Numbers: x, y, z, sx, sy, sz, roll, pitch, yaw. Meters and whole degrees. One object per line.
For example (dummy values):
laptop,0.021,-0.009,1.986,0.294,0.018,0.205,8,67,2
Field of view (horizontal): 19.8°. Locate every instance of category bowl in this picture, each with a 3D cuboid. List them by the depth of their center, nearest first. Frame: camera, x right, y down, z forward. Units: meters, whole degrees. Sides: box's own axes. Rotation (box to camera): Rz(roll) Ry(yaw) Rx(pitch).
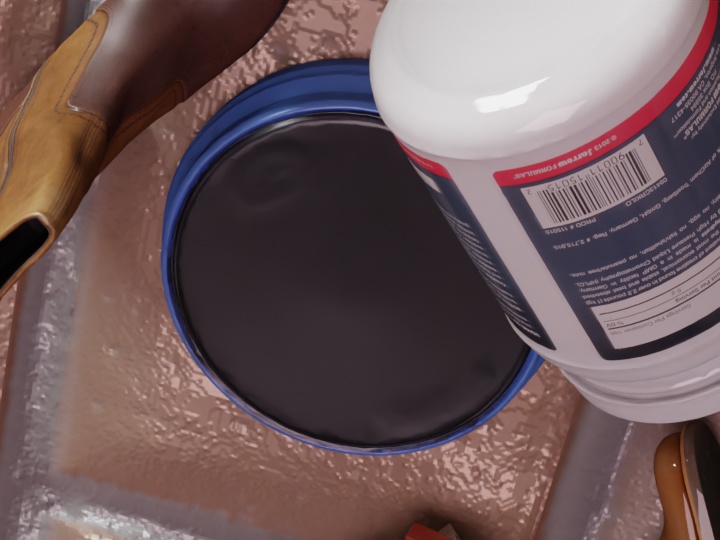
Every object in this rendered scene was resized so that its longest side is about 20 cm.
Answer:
bowl,0.000,0.000,0.978,0.199,0.039,0.202,5,119,9

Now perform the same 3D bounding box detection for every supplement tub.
supplement tub,0.102,-0.045,0.847,0.139,0.141,0.200,-16,134,20

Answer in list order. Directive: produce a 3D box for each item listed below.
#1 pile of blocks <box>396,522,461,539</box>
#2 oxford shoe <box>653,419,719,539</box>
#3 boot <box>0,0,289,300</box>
pile of blocks,-0.023,0.183,1.056,0.199,0.082,0.062,-28,109,25
oxford shoe,0.157,0.164,1.014,0.071,0.071,0.201,-1,119,19
boot,-0.113,-0.069,0.872,0.188,0.200,0.069,-30,108,25
